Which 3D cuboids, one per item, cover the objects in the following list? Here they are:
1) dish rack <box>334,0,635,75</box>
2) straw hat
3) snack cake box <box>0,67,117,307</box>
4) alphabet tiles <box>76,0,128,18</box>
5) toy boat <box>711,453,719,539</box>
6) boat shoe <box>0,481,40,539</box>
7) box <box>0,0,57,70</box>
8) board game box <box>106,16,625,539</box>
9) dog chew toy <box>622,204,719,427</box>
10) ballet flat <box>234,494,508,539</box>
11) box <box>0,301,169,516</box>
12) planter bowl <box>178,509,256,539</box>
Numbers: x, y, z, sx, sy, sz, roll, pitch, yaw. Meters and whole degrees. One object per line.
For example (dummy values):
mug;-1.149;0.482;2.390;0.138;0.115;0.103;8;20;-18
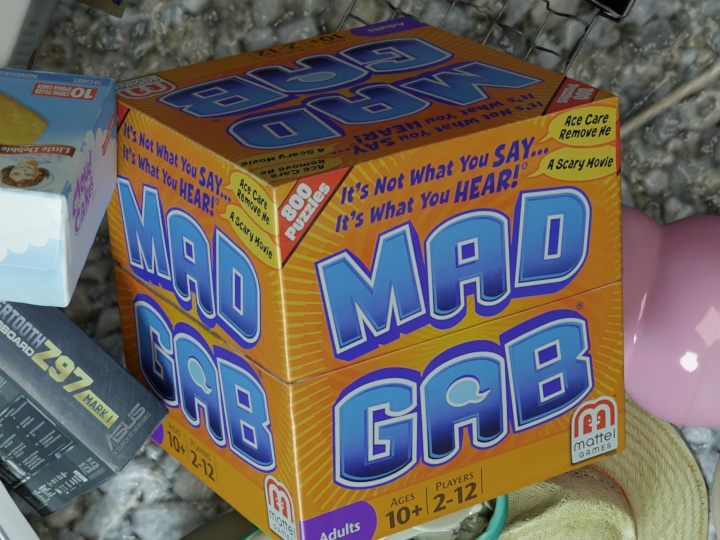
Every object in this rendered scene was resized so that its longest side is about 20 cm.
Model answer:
dish rack;0.052;-0.123;1.251;0.153;0.055;0.200;29;94;-4
straw hat;0.117;0.155;1.264;0.200;0.085;0.202;0;96;-3
snack cake box;-0.230;-0.050;1.061;0.199;0.115;0.067;6;123;4
alphabet tiles;-0.126;-0.225;1.162;0.008;0.200;0.168;20;94;11
toy boat;0.307;0.146;1.237;0.199;0.131;0.131;25;77;-9
boat shoe;-0.241;0.142;1.224;0.066;0.070;0.200;-39;107;-25
box;-0.223;-0.173;1.182;0.106;0.152;0.201;20;94;-5
board game box;0.000;0.000;1.120;0.199;0.200;0.201;-16;115;-27
dog chew toy;0.152;0.016;1.241;0.199;0.125;0.125;16;94;4
ballet flat;-0.008;0.143;1.113;0.199;0.070;0.067;-20;66;-23
box;-0.200;0.058;1.182;0.158;0.200;0.051;42;67;-6
planter bowl;-0.016;0.206;1.215;0.135;0.200;0.200;-39;96;-9
